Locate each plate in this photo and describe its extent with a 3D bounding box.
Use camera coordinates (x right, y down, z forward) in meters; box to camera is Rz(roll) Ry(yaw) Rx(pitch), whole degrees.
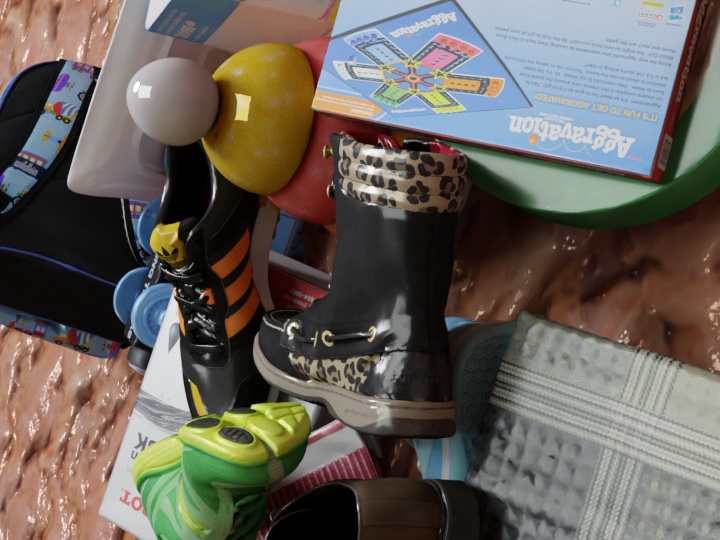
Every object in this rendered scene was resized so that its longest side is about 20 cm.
[{"bbox_3d":[-0.116,-0.138,1.267,0.032,0.199,0.200,21,95,25],"label":"plate"}]

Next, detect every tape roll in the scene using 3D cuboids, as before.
[{"bbox_3d":[0.126,-0.124,0.934,0.200,0.048,0.201,-5,78,27],"label":"tape roll"}]

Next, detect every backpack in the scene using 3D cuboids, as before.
[{"bbox_3d":[-0.220,-0.058,1.378,0.135,0.182,0.200,123,161,-52],"label":"backpack"}]

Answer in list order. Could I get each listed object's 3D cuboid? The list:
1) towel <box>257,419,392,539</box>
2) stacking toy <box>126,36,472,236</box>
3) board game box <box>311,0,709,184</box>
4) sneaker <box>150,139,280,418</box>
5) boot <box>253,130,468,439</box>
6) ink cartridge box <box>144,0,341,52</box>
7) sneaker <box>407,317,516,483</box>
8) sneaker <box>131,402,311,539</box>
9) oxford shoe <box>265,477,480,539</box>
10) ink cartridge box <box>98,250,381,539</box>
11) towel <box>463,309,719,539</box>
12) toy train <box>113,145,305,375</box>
[{"bbox_3d":[-0.021,0.202,1.029,0.144,0.023,0.200,-29,70,26],"label":"towel"},{"bbox_3d":[-0.042,-0.088,1.016,0.146,0.200,0.147,-26,58,53],"label":"stacking toy"},{"bbox_3d":[0.075,-0.114,0.920,0.200,0.019,0.103,14,86,28],"label":"board game box"},{"bbox_3d":[-0.096,0.005,1.059,0.070,0.090,0.201,-3,81,35],"label":"sneaker"},{"bbox_3d":[0.000,0.000,0.957,0.200,0.073,0.151,-154,67,-68],"label":"boot"},{"bbox_3d":[-0.022,-0.204,1.144,0.125,0.199,0.129,162,120,-71],"label":"ink cartridge box"},{"bbox_3d":[0.060,0.120,0.993,0.131,0.079,0.201,-151,67,-73],"label":"sneaker"},{"bbox_3d":[-0.071,0.122,0.976,0.200,0.074,0.084,142,115,-66],"label":"sneaker"},{"bbox_3d":[-0.022,0.146,0.945,0.200,0.084,0.073,-40,47,54],"label":"oxford shoe"},{"bbox_3d":[-0.066,0.096,1.131,0.144,0.084,0.200,23,97,36],"label":"ink cartridge box"},{"bbox_3d":[0.133,0.136,0.863,0.200,0.035,0.193,20,95,37],"label":"towel"},{"bbox_3d":[-0.095,-0.014,1.226,0.087,0.114,0.200,31,102,66],"label":"toy train"}]
